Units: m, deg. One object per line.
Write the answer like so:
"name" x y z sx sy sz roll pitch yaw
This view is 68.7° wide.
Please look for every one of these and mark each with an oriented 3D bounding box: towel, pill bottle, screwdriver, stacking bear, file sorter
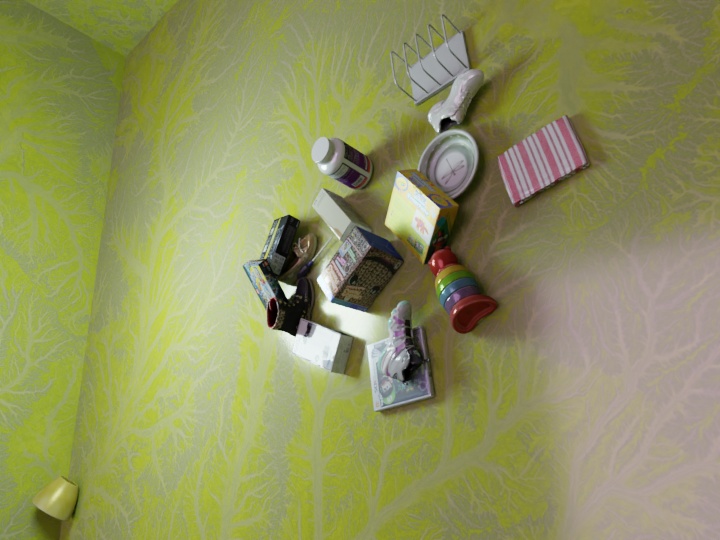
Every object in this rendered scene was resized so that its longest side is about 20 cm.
"towel" 0.435 -0.263 1.270 0.197 0.029 0.151 -29 59 31
"pill bottle" -0.058 -0.337 1.636 0.110 0.197 0.117 -15 67 38
"screwdriver" -0.150 -0.040 1.750 0.200 0.028 0.030 -47 22 27
"stacking bear" 0.235 0.033 1.317 0.121 0.112 0.204 -43 48 24
"file sorter" 0.200 -0.612 1.530 0.196 0.123 0.144 -23 63 36

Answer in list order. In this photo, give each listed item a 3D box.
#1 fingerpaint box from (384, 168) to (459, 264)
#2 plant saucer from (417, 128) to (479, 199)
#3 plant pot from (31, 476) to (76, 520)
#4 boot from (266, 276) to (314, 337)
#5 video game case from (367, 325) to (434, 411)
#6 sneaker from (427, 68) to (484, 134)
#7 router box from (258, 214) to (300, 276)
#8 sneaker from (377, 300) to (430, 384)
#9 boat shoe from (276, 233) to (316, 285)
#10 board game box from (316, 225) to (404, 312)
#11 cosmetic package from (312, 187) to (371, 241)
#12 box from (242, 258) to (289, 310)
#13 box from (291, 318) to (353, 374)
"fingerpaint box" 0.161 -0.148 1.419 0.201 0.071 0.171 49 138 41
"plant saucer" 0.245 -0.279 1.436 0.196 0.049 0.208 -15 68 39
"plant pot" -1.455 1.093 2.556 0.196 0.201 0.144 7 56 43
"boot" -0.225 0.109 1.693 0.071 0.148 0.208 -4 74 41
"video game case" 0.103 0.267 1.423 0.196 0.023 0.188 -25 62 36
"sneaker" 0.273 -0.451 1.441 0.200 0.076 0.102 -48 41 34
"router box" -0.289 -0.083 1.829 0.156 0.051 0.206 -3 65 62
"sneaker" 0.129 0.193 1.360 0.138 0.076 0.208 21 101 44
"boat shoe" -0.217 -0.039 1.791 0.073 0.062 0.203 44 108 41
"board game box" 0.000 0.000 1.508 0.202 0.157 0.098 -53 49 18
"cosmetic package" -0.060 -0.166 1.656 0.072 0.103 0.201 -54 47 17
"box" -0.310 0.061 1.763 0.135 0.037 0.205 0 119 55
"box" -0.120 0.231 1.620 0.196 0.059 0.121 15 88 45
